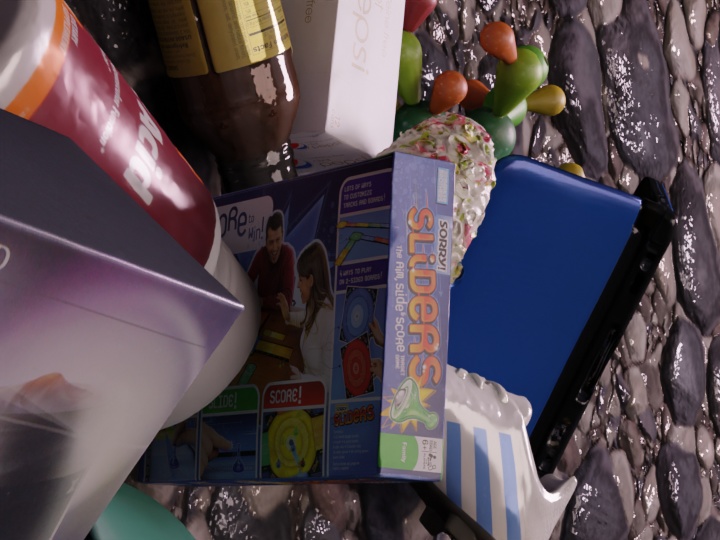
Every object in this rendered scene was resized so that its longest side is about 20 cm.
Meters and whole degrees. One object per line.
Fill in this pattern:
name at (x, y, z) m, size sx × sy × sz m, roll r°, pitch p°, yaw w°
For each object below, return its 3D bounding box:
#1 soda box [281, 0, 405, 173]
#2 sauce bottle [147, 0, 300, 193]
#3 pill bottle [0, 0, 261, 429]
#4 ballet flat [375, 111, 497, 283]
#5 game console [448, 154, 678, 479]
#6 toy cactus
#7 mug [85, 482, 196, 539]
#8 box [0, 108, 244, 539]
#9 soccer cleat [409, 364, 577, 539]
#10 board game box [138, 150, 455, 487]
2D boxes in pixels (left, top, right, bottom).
soda box at (-0.018, -0.156, 1.099) m, size 0.068 × 0.064 × 0.200 m, roll 24°, pitch 67°, yaw -56°
sauce bottle at (-0.067, -0.110, 1.013) m, size 0.065 × 0.065 × 0.200 m, roll -35°, pitch 117°, yaw -54°
pill bottle at (-0.128, -0.026, 0.860) m, size 0.200 × 0.114 × 0.114 m, roll 54°, pitch 44°, yaw -42°
ballet flat at (0.000, 0.000, 1.040) m, size 0.200 × 0.076 × 0.064 m, roll -55°, pitch 159°, yaw -7°
game console at (0.091, 0.027, 1.223) m, size 0.171 × 0.118 × 0.200 m, roll -74°, pitch -171°, yaw -77°
toy cactus at (0.054, -0.062, 1.206) m, size 0.200 × 0.102 × 0.165 m, roll 39°, pitch 74°, yaw -54°
mug at (-0.125, 0.137, 0.819) m, size 0.114 × 0.152 × 0.185 m, roll 31°, pitch 62°, yaw -57°
box at (-0.178, 0.039, 0.683) m, size 0.199 × 0.123 × 0.200 m, roll -56°, pitch 147°, yaw 8°
soccer cleat at (0.041, 0.077, 1.131) m, size 0.086 × 0.070 × 0.200 m, roll -46°, pitch 113°, yaw -17°
board game box at (-0.033, 0.028, 0.934) m, size 0.034 × 0.200 × 0.136 m, roll 8°, pitch 80°, yaw -34°
